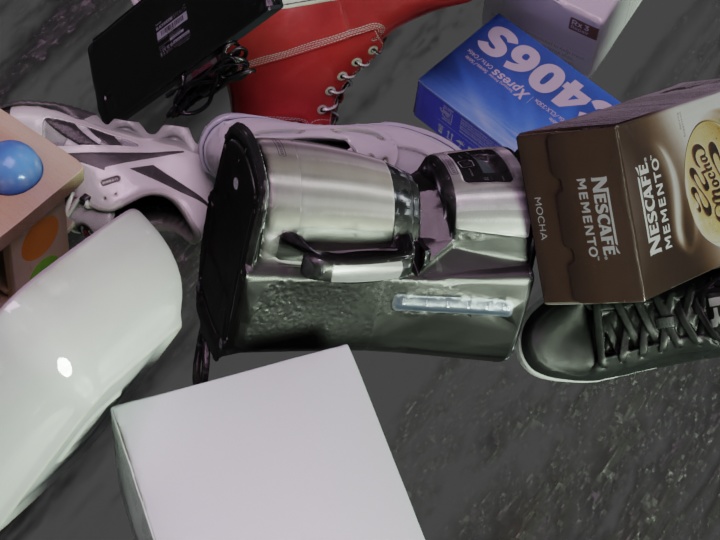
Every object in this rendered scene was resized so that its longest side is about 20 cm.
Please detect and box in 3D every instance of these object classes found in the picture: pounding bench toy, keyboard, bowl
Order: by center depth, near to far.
[{"bbox_3d":[-0.189,0.071,1.132,0.075,0.200,0.200,41,27,3],"label":"bowl"},{"bbox_3d":[-0.291,-0.042,1.230,0.200,0.156,0.124,33,55,21],"label":"pounding bench toy"},{"bbox_3d":[-0.117,-0.157,1.330,0.040,0.200,0.105,7,65,-42],"label":"keyboard"}]

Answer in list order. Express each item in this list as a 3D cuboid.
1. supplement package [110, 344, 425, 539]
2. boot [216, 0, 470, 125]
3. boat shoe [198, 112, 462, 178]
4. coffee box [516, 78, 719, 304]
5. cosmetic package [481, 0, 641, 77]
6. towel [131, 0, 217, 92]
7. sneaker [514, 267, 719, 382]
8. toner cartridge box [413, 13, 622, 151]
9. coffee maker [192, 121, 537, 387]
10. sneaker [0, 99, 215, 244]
[{"bbox_3d":[-0.050,0.171,1.144,0.155,0.111,0.201,-14,60,-13],"label":"supplement package"},{"bbox_3d":[-0.004,-0.144,1.336,0.199,0.072,0.145,-9,99,14],"label":"boot"},{"bbox_3d":[-0.012,-0.064,1.300,0.199,0.074,0.067,3,16,-16],"label":"boat shoe"},{"bbox_3d":[0.197,-0.055,1.233,0.080,0.114,0.200,-2,13,42],"label":"coffee box"},{"bbox_3d":[0.184,-0.254,1.463,0.101,0.074,0.200,29,61,14],"label":"cosmetic package"},{"bbox_3d":[-0.081,-0.237,1.396,0.199,0.030,0.147,-30,74,6],"label":"towel"},{"bbox_3d":[0.207,0.027,1.246,0.199,0.112,0.073,-10,87,-11],"label":"sneaker"},{"bbox_3d":[0.143,-0.096,1.372,0.200,0.043,0.095,39,63,19],"label":"toner cartridge box"},{"bbox_3d":[0.000,0.000,1.243,0.199,0.192,0.135,4,51,-19],"label":"coffee maker"},{"bbox_3d":[-0.195,-0.060,1.306,0.199,0.074,0.089,5,55,0],"label":"sneaker"}]
